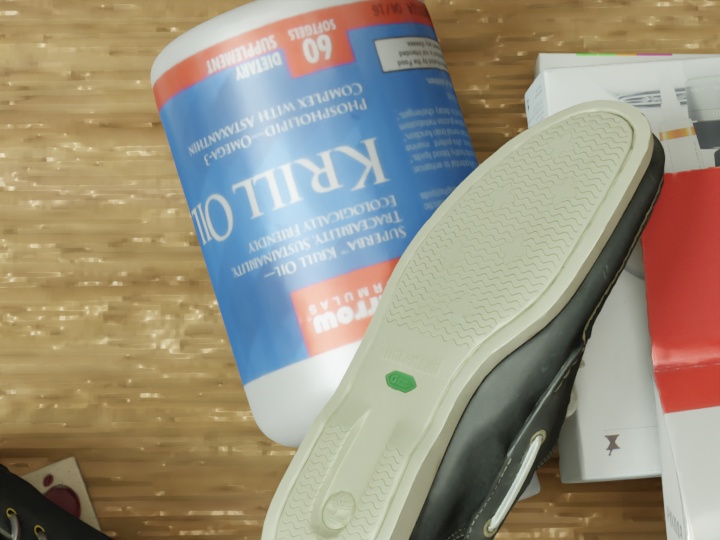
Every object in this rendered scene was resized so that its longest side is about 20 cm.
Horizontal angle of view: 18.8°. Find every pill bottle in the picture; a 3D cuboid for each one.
[{"bbox_3d":[0.000,0.000,0.818,0.112,0.112,0.201,-19,83,-1],"label":"pill bottle"}]

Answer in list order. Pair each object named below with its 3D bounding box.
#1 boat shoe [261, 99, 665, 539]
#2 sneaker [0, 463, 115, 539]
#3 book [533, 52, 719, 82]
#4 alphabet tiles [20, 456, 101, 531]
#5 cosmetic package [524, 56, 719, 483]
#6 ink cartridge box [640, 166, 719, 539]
[{"bbox_3d":[0.043,0.033,0.738,0.072,0.068,0.201,29,85,46],"label":"boat shoe"},{"bbox_3d":[-0.110,0.126,0.769,0.199,0.106,0.075,33,84,10],"label":"sneaker"},{"bbox_3d":[0.168,-0.019,0.850,0.199,0.048,0.135,1,83,0],"label":"book"},{"bbox_3d":[-0.178,0.187,0.855,0.199,0.008,0.168,-20,84,0],"label":"alphabet tiles"},{"bbox_3d":[0.168,-0.004,0.805,0.199,0.052,0.152,-5,85,-5],"label":"cosmetic package"},{"bbox_3d":[0.184,0.059,0.749,0.160,0.050,0.201,-7,103,-4],"label":"ink cartridge box"}]
